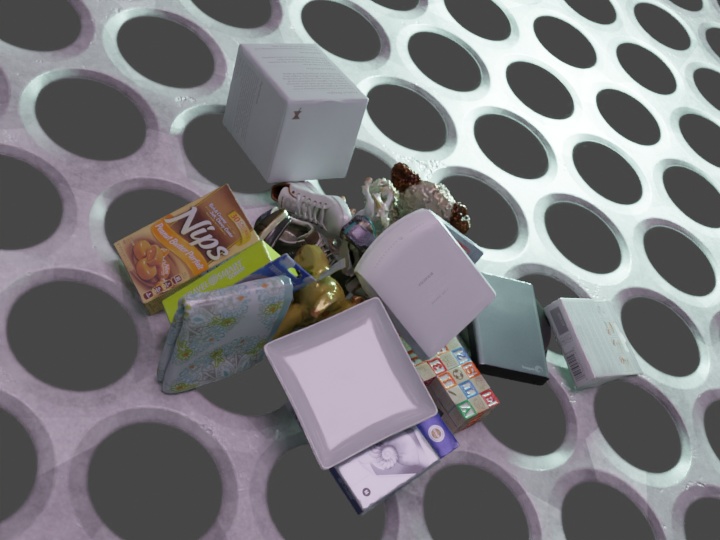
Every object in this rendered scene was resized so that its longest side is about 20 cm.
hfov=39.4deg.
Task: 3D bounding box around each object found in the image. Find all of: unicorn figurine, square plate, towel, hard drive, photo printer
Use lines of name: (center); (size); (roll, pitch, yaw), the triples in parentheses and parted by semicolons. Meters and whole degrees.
unicorn figurine: (0.008, -0.093, 1.703); (0.073, 0.200, 0.138); (20, 41, -18)
square plate: (-0.015, 0.162, 1.464); (0.199, 0.028, 0.199); (-22, 75, -23)
towel: (-0.196, 0.092, 1.446); (0.170, 0.201, 0.048); (-16, 57, -36)
hard drive: (0.250, 0.099, 1.757); (0.139, 0.033, 0.201); (13, 50, -20)
photo printer: (0.098, 0.016, 1.592); (0.166, 0.069, 0.200); (-41, 106, -9)

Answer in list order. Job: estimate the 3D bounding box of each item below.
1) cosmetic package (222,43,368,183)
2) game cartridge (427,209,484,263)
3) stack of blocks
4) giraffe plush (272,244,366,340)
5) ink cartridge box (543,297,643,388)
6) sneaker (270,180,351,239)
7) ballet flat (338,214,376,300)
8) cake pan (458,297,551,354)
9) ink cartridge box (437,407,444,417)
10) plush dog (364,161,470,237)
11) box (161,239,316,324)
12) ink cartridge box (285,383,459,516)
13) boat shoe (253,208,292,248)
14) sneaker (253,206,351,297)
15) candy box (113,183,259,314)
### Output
cosmetic package: (-0.120, -0.282, 1.779); (0.166, 0.167, 0.200); (-7, 42, -33)
game cartridge: (0.123, -0.016, 1.708); (0.041, 0.133, 0.200); (50, 12, 35)
stack of blocks: (0.124, 0.168, 1.664); (0.115, 0.059, 0.201); (-18, 66, -38)
giraffe plush: (-0.049, 0.066, 1.593); (0.162, 0.199, 0.173); (42, 49, -33)
ink cartridge box: (0.435, 0.133, 1.879); (0.199, 0.050, 0.162); (5, 59, -51)
sneaker: (-0.090, -0.101, 1.709); (0.084, 0.073, 0.200); (-1, 20, -33)
ballet flat: (0.000, 0.000, 1.663); (0.071, 0.201, 0.072); (-8, 41, 7)
cake pan: (0.261, 0.093, 1.817); (0.199, 0.037, 0.201); (15, 49, -18)
ink cartridge box: (0.039, 0.257, 1.554); (0.094, 0.044, 0.200); (42, 47, 7)
plush dog: (0.097, -0.092, 1.777); (0.199, 0.172, 0.161); (34, 46, -3)
box: (-0.177, 0.030, 1.485); (0.048, 0.199, 0.122); (63, 9, 26)
ink cartridge box: (0.024, 0.225, 1.490); (0.199, 0.041, 0.200); (-30, 75, -26)
boat shoe: (-0.172, -0.011, 1.606); (0.066, 0.072, 0.201); (45, 72, -16)
sneaker: (-0.090, -0.033, 1.680); (0.199, 0.090, 0.067); (32, 45, -3)
candy box: (-0.262, -0.033, 1.544); (0.199, 0.055, 0.116); (-29, 70, -8)
